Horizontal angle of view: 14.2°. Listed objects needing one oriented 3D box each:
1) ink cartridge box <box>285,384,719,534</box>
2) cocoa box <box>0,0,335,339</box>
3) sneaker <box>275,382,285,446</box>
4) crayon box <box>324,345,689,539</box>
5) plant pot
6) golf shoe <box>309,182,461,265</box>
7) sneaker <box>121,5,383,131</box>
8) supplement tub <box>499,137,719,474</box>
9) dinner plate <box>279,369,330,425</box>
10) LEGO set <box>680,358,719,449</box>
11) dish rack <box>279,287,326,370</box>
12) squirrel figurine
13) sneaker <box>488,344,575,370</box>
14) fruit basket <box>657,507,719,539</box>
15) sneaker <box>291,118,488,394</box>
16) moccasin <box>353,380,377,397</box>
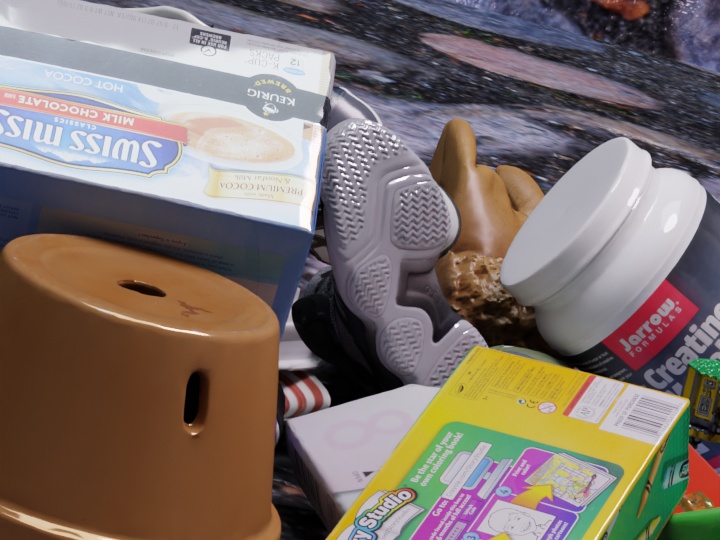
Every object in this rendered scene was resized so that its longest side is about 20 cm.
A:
[{"bbox_3d":[0.078,0.102,1.509,0.199,0.057,0.163,-20,27,-11],"label":"ink cartridge box"},{"bbox_3d":[-0.125,-0.043,1.498,0.199,0.134,0.132,12,47,-6],"label":"cocoa box"},{"bbox_3d":[-0.129,0.049,1.566,0.200,0.070,0.100,28,33,9],"label":"sneaker"},{"bbox_3d":[0.066,0.123,1.371,0.118,0.058,0.200,14,39,24],"label":"crayon box"},{"bbox_3d":[-0.122,0.070,1.386,0.199,0.141,0.200,16,12,-4],"label":"plant pot"},{"bbox_3d":[-0.020,-0.045,1.761,0.199,0.078,0.094,16,-1,-22],"label":"golf shoe"},{"bbox_3d":[-0.083,-0.097,1.661,0.199,0.079,0.079,14,-19,4],"label":"sneaker"},{"bbox_3d":[0.201,0.026,1.842,0.200,0.140,0.140,40,9,-13],"label":"supplement tub"},{"bbox_3d":[-0.115,0.057,1.702,0.199,0.024,0.200,16,14,-4],"label":"dinner plate"},{"bbox_3d":[0.261,0.136,1.658,0.153,0.116,0.200,2,18,-32],"label":"LEGO set"},{"bbox_3d":[-0.126,0.012,1.732,0.171,0.044,0.200,27,17,32],"label":"dish rack"},{"bbox_3d":[0.120,0.016,1.998,0.186,0.142,0.200,22,24,-26],"label":"squirrel figurine"},{"bbox_3d":[0.085,0.082,1.765,0.090,0.067,0.200,27,11,39],"label":"sneaker"},{"bbox_3d":[0.255,0.174,1.392,0.214,0.156,0.216,9,0,0],"label":"fruit basket"},{"bbox_3d":[0.000,0.000,1.611,0.075,0.201,0.114,-34,30,-24],"label":"sneaker"},{"bbox_3d":[0.023,0.036,1.798,0.074,0.078,0.201,59,4,0],"label":"moccasin"}]
